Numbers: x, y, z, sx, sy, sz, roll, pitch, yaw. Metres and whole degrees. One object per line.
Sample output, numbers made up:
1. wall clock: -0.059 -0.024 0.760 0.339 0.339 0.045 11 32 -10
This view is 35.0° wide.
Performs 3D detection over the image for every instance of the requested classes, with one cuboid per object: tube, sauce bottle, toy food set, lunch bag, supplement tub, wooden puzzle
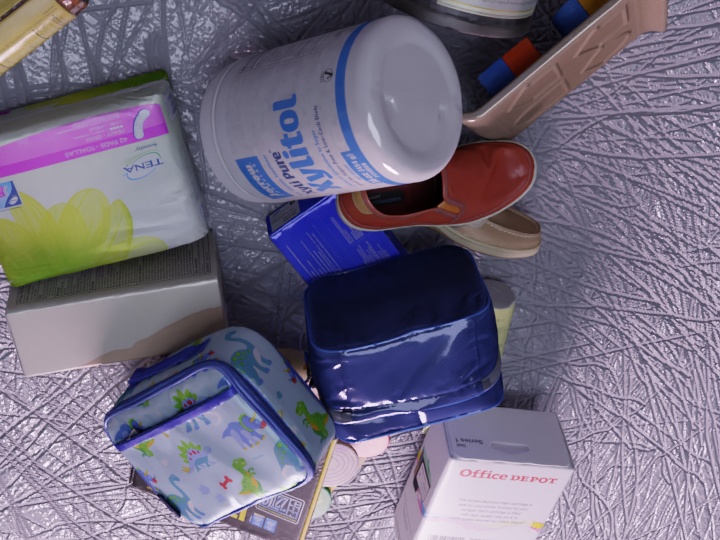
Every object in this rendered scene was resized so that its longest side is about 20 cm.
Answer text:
1. tube: 0.122 0.105 1.230 0.058 0.052 0.202 30 129 24
2. sauce bottle: -0.320 -0.192 0.960 0.199 0.066 0.066 -32 121 11
3. toy food set: -0.070 0.176 1.235 0.196 0.049 0.201 25 113 -23
4. lunch bag: -0.137 0.147 1.071 0.199 0.083 0.161 -25 110 36
5. supplement tub: -0.026 -0.130 0.957 0.198 0.133 0.132 -6 133 43
6. wooden puzzle: 0.175 -0.188 1.010 0.199 0.185 0.047 -34 82 13
7. lunch bag: 0.035 0.079 1.093 0.197 0.137 0.134 -14 122 2

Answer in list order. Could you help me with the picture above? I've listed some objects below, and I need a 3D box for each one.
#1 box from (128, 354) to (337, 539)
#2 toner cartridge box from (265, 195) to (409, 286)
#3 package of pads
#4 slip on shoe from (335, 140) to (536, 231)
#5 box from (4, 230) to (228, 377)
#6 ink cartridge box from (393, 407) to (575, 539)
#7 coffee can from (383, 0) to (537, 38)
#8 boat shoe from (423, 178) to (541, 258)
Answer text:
1. box: -0.130 0.185 1.178 0.197 0.049 0.161 21 122 4
2. toner cartridge box: 0.000 0.000 1.145 0.094 0.043 0.201 -32 121 11
3. package of pads: -0.248 -0.078 1.038 0.197 0.068 0.156 -15 122 -1
4. slip on shoe: 0.076 -0.078 1.040 0.197 0.061 0.075 -11 85 -19
5. box: -0.229 0.030 1.093 0.197 0.095 0.079 -9 123 -3
6. ink cartridge box: 0.133 0.247 1.276 0.143 0.085 0.202 7 130 -14
7. coffee can: 0.099 -0.310 0.917 0.144 0.147 0.202 9 119 -15
8. boat shoe: 0.096 -0.069 1.105 0.197 0.072 0.065 18 117 -18
